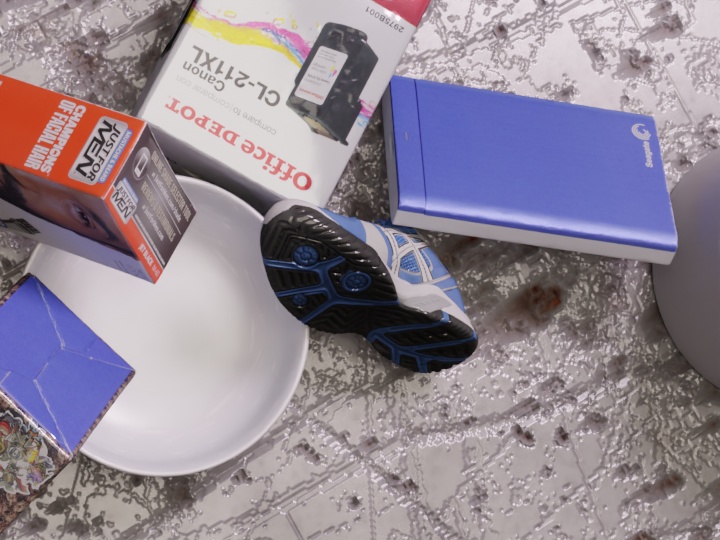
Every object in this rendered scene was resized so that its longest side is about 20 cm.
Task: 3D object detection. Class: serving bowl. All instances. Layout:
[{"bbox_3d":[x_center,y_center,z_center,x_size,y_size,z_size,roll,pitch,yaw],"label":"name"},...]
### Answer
[{"bbox_3d":[-0.137,0.038,1.616,0.198,0.066,0.202,1,85,-13],"label":"serving bowl"}]

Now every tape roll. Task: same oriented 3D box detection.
[{"bbox_3d":[0.321,-0.006,1.689,0.201,0.139,0.204,1,84,-13],"label":"tape roll"}]

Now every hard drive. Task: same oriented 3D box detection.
[{"bbox_3d":[0.116,-0.071,1.669,0.198,0.025,0.133,8,45,-12],"label":"hard drive"}]

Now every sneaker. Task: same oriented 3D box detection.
[{"bbox_3d":[0.000,0.000,1.616,0.200,0.075,0.077,36,34,-43],"label":"sneaker"}]

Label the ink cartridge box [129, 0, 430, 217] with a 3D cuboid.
[{"bbox_3d":[-0.053,-0.148,1.643,0.145,0.083,0.201,29,79,-10],"label":"ink cartridge box"}]

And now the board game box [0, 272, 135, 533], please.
[{"bbox_3d":[-0.254,0.121,1.493,0.097,0.160,0.200,43,108,-5],"label":"board game box"}]

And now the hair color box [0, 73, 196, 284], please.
[{"bbox_3d":[-0.215,-0.070,1.535,0.199,0.111,0.064,18,67,24],"label":"hair color box"}]
